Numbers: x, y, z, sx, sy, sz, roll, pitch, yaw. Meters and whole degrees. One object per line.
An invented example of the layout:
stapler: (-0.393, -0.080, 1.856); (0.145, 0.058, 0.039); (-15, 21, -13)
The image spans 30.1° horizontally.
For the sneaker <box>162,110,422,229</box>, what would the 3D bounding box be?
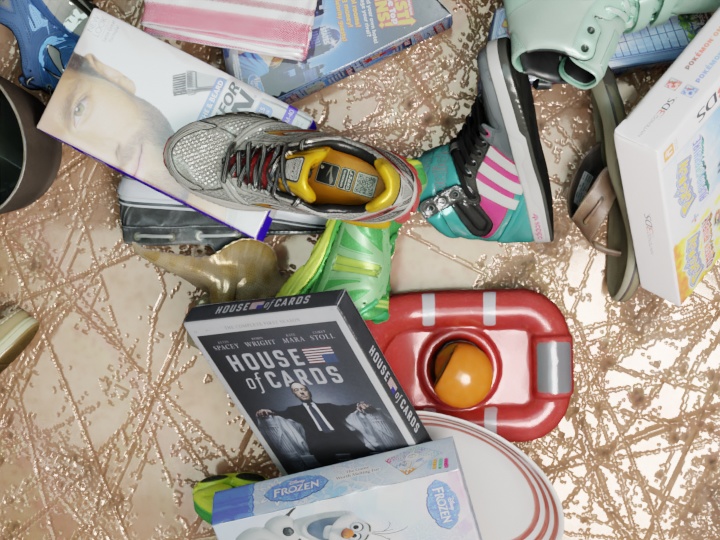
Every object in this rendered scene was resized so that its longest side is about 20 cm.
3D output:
sneaker: (-0.054, -0.081, 1.010); (0.198, 0.082, 0.079); (8, 90, 9)

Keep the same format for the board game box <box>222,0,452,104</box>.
board game box: (-0.027, -0.245, 1.150); (0.198, 0.062, 0.202); (-10, 90, 3)

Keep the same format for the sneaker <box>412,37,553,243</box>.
sneaker: (0.088, -0.098, 1.107); (0.119, 0.084, 0.201); (-7, 132, 14)

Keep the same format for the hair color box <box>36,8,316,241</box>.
hair color box: (-0.147, -0.116, 1.086); (0.199, 0.065, 0.110); (26, 89, 2)

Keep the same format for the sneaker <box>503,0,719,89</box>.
sneaker: (0.209, -0.188, 1.034); (0.198, 0.074, 0.119); (2, 66, 5)

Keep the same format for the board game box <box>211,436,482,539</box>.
board game box: (0.003, 0.241, 1.086); (0.197, 0.044, 0.201); (-13, 124, 6)

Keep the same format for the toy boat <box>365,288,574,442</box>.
toy boat: (0.081, 0.083, 1.115); (0.198, 0.131, 0.132); (-2, 91, 4)

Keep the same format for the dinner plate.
dinner plate: (0.076, 0.183, 1.120); (0.198, 0.024, 0.202); (13, 133, 14)

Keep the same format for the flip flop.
flip flop: (0.198, -0.070, 1.109); (0.057, 0.081, 0.202); (-12, 115, 1)

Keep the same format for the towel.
towel: (-0.097, -0.284, 1.112); (0.145, 0.030, 0.202); (10, 90, 4)

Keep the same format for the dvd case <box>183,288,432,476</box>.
dvd case: (-0.034, 0.101, 1.064); (0.149, 0.025, 0.201); (-7, 128, 32)

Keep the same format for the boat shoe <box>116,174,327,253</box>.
boat shoe: (-0.113, -0.044, 1.164); (0.198, 0.072, 0.072); (6, 106, 9)

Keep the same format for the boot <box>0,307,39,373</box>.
boot: (-0.398, 0.052, 1.179); (0.199, 0.072, 0.155); (-34, 86, 4)

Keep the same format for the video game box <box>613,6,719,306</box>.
video game box: (0.276, -0.098, 1.046); (0.047, 0.201, 0.182); (32, 71, 35)

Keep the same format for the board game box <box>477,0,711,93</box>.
board game box: (0.173, -0.237, 1.130); (0.198, 0.062, 0.202); (-22, 90, 3)

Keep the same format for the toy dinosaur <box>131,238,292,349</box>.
toy dinosaur: (-0.117, 0.014, 1.144); (0.198, 0.058, 0.102); (11, 118, -26)

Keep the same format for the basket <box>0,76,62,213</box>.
basket: (-0.329, -0.108, 1.104); (0.179, 0.200, 0.137); (29, 92, 2)

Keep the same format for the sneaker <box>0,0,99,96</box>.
sneaker: (-0.243, -0.178, 1.169); (0.089, 0.079, 0.200); (-44, 85, 18)

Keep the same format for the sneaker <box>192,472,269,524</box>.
sneaker: (-0.059, 0.241, 1.147); (0.199, 0.074, 0.084); (27, 109, -8)

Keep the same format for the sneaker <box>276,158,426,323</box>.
sneaker: (0.000, 0.000, 1.088); (0.083, 0.074, 0.201); (36, 101, 15)
